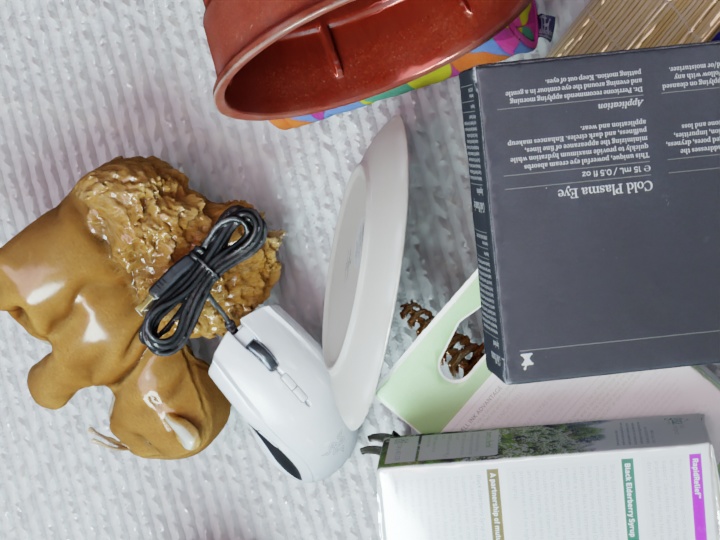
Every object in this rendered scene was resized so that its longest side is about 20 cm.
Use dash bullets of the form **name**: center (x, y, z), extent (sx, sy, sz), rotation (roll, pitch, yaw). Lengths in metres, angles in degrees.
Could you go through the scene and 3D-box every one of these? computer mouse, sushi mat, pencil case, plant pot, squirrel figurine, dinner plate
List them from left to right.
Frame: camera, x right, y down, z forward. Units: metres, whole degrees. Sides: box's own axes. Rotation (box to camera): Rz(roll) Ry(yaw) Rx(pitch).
- **squirrel figurine**: center (-0.143, 0.030, 1.598), extent (0.200, 0.142, 0.187), rotation (-40, 89, 25)
- **computer mouse**: center (-0.056, 0.062, 1.561), extent (0.110, 0.044, 0.200), rotation (-47, 119, -15)
- **plant pot**: center (-0.024, -0.218, 1.398), extent (0.201, 0.201, 0.196), rotation (-26, 78, 24)
- **dinner plate**: center (0.000, 0.000, 1.504), extent (0.024, 0.200, 0.201), rotation (8, 103, -10)
- **pencil case**: center (0.021, -0.153, 1.529), extent (0.200, 0.088, 0.089), rotation (-16, 92, 22)
- **sushi mat**: center (0.163, -0.136, 1.478), extent (0.200, 0.012, 0.096), rotation (-51, 45, 17)

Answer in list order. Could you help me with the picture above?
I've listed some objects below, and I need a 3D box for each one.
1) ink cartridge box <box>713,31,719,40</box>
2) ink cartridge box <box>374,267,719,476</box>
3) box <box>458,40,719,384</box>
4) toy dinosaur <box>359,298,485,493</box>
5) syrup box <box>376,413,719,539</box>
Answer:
- **ink cartridge box**: center (0.241, -0.044, 1.476), extent (0.198, 0.043, 0.200), rotation (19, 104, 20)
- **ink cartridge box**: center (0.128, 0.083, 1.481), extent (0.200, 0.048, 0.146), rotation (40, 101, -2)
- **box**: center (0.165, -0.037, 1.390), extent (0.200, 0.104, 0.182), rotation (-5, 92, -2)
- **toy dinosaur**: center (0.080, 0.117, 1.558), extent (0.136, 0.102, 0.200), rotation (-29, 69, 9)
- **syrup box**: center (0.112, 0.138, 1.429), extent (0.200, 0.079, 0.082), rotation (-4, 100, 4)
